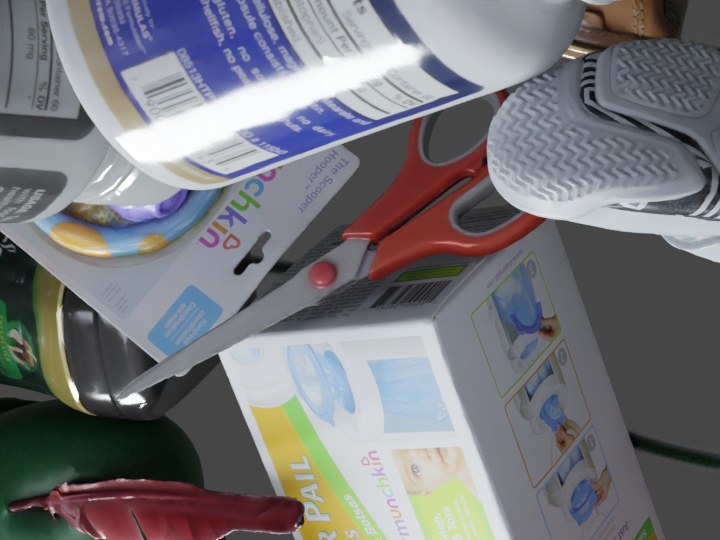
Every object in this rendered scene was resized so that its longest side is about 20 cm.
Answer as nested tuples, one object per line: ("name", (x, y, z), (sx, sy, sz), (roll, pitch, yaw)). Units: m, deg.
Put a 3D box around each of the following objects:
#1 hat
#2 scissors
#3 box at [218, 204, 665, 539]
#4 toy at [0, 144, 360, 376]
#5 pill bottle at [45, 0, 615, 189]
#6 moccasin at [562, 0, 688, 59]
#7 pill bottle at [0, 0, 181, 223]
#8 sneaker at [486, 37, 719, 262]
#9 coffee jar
("hat", (-0.105, 0.068, 1.008), (0.199, 0.166, 0.176), (29, 129, 6))
("scissors", (0.000, 0.000, 0.890), (0.073, 0.200, 0.014), (42, 168, 25))
("box", (0.041, 0.087, 0.958), (0.112, 0.101, 0.201), (-6, 114, 37))
("toy", (-0.113, -0.064, 0.951), (0.200, 0.115, 0.047), (38, 173, 19))
("pill bottle", (0.007, -0.108, 0.764), (0.199, 0.120, 0.120), (-17, 108, 32))
("moccasin", (0.025, -0.102, 0.873), (0.200, 0.074, 0.078), (6, 104, 21))
("pill bottle", (-0.154, -0.075, 0.826), (0.114, 0.199, 0.114), (-3, 85, 49))
("sneaker", (0.135, -0.015, 0.798), (0.199, 0.075, 0.115), (-4, 136, -13))
("coffee jar", (-0.149, 0.003, 1.035), (0.199, 0.104, 0.086), (10, 124, 29))
